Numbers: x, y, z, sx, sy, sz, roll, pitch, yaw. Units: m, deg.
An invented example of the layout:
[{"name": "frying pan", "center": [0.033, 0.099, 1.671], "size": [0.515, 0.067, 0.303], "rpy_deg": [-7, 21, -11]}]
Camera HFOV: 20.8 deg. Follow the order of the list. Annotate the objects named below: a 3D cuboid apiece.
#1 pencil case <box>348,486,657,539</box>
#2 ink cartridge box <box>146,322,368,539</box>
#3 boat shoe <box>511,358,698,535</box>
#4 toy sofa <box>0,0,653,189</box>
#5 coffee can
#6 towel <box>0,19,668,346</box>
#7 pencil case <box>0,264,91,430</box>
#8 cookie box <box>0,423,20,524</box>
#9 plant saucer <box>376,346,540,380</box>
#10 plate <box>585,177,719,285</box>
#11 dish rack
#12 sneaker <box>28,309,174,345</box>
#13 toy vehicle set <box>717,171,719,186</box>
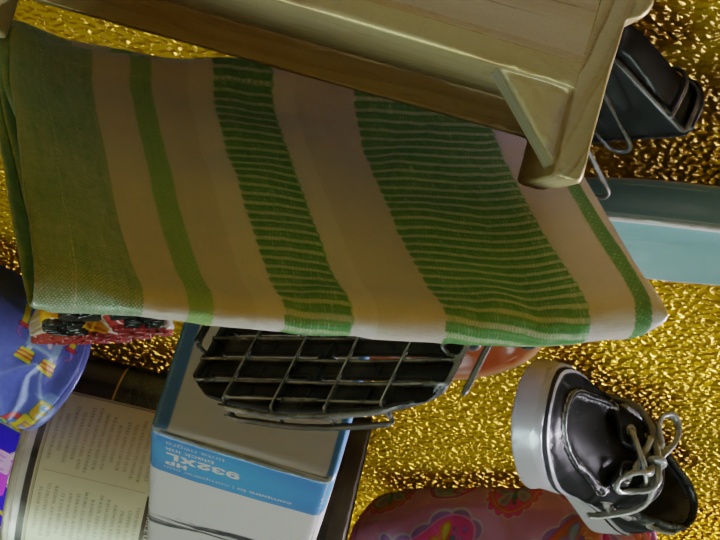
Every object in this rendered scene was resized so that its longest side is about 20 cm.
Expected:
[{"name": "pencil case", "center": [0.090, 0.184, 1.267], "size": [0.199, 0.088, 0.087], "rpy_deg": [-6, 149, 34]}, {"name": "ink cartridge box", "center": [-0.043, 0.056, 0.930], "size": [0.083, 0.146, 0.200], "rpy_deg": [15, 155, 0]}, {"name": "boat shoe", "center": [0.142, 0.107, 1.097], "size": [0.068, 0.074, 0.199], "rpy_deg": [5, 154, 27]}, {"name": "toy sofa", "center": [-0.016, -0.096, 0.596], "size": [0.199, 0.098, 0.083], "rpy_deg": [15, 179, -3]}, {"name": "coffee can", "center": [-0.105, 0.141, 1.206], "size": [0.199, 0.147, 0.146], "rpy_deg": [13, 155, 1]}, {"name": "towel", "center": [-0.014, -0.029, 0.628], "size": [0.199, 0.153, 0.023], "rpy_deg": [6, 123, -21]}, {"name": "pencil case", "center": [-0.250, 0.019, 1.098], "size": [0.200, 0.078, 0.087], "rpy_deg": [29, 111, -25]}, {"name": "cookie box", "center": [-0.316, 0.155, 1.407], "size": [0.200, 0.075, 0.171], "rpy_deg": [-12, 145, 42]}, {"name": "plant saucer", "center": [0.000, 0.000, 1.000], "size": [0.200, 0.032, 0.200], "rpy_deg": [11, 154, 6]}, {"name": "plate", "center": [0.137, -0.017, 0.852], "size": [0.199, 0.026, 0.200], "rpy_deg": [7, 174, 1]}, {"name": "dish rack", "center": [0.028, -0.014, 0.759], "size": [0.153, 0.200, 0.055], "rpy_deg": [-3, 137, 45]}, {"name": "sneaker", "center": [-0.133, -0.005, 1.021], "size": [0.078, 0.082, 0.200], "rpy_deg": [-2, 173, -13]}, {"name": "toy vehicle set", "center": [0.209, -0.078, 0.740], "size": [0.124, 0.027, 0.200], "rpy_deg": [10, 154, 8]}]
